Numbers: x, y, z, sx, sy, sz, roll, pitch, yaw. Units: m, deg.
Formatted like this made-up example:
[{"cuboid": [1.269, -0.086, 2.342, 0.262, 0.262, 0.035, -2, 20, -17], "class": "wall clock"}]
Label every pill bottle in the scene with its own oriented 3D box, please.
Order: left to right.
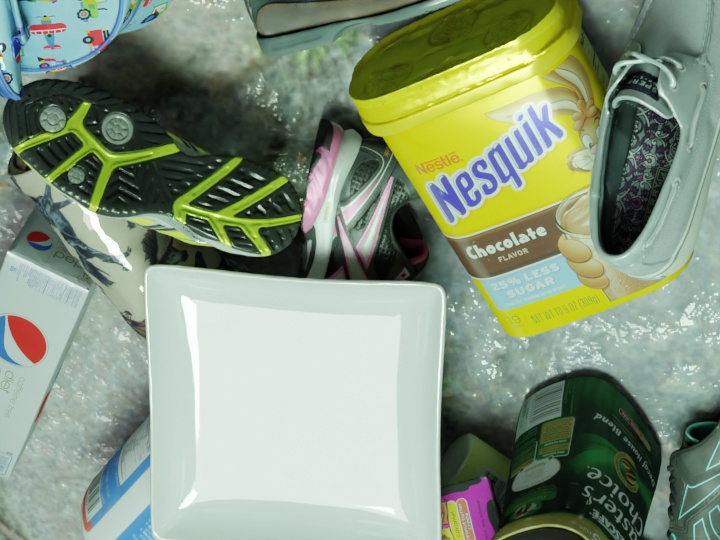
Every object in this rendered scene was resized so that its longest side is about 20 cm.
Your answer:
[{"cuboid": [-0.105, 0.137, 1.632, 0.112, 0.113, 0.200, 35, 129, -11], "class": "pill bottle"}]

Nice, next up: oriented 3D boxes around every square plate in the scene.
[{"cuboid": [-0.042, 0.092, 1.518, 0.196, 0.028, 0.202, 4, 111, 9], "class": "square plate"}]

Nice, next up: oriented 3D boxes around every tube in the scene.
[{"cuboid": [0.140, 0.190, 1.647, 0.199, 0.052, 0.058, 35, 159, -13], "class": "tube"}]

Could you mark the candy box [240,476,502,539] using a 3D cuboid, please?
[{"cuboid": [0.010, 0.230, 1.570, 0.198, 0.061, 0.137, -14, 79, 5], "class": "candy box"}]

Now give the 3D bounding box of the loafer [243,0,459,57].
[{"cuboid": [0.012, -0.185, 1.397, 0.199, 0.072, 0.063, -16, 114, 28], "class": "loafer"}]

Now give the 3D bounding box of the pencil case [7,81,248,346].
[{"cuboid": [-0.149, -0.027, 1.552, 0.078, 0.090, 0.200, -5, 128, 54], "class": "pencil case"}]

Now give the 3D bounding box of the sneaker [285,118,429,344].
[{"cuboid": [0.000, 0.000, 1.529, 0.086, 0.081, 0.201, 10, 130, 1], "class": "sneaker"}]

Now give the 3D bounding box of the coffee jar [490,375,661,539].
[{"cuboid": [0.140, 0.168, 1.531, 0.085, 0.201, 0.104, -24, 117, 29], "class": "coffee jar"}]

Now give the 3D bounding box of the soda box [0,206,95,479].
[{"cuboid": [-0.238, 0.051, 1.637, 0.063, 0.068, 0.201, 26, 128, -4], "class": "soda box"}]

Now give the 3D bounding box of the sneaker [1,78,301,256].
[{"cuboid": [-0.138, -0.056, 1.474, 0.199, 0.076, 0.076, 26, 167, -12], "class": "sneaker"}]

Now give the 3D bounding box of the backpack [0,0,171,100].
[{"cuboid": [-0.216, -0.195, 1.413, 0.198, 0.135, 0.184, 5, 127, 9], "class": "backpack"}]

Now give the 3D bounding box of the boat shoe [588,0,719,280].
[{"cuboid": [0.177, -0.095, 1.353, 0.070, 0.071, 0.203, 11, 90, 30], "class": "boat shoe"}]

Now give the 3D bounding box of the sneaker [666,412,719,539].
[{"cuboid": [0.243, 0.148, 1.581, 0.079, 0.075, 0.201, 31, 120, 6], "class": "sneaker"}]

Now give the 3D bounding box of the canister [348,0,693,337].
[{"cuboid": [0.105, -0.068, 1.442, 0.148, 0.087, 0.201, -22, 119, 23], "class": "canister"}]
